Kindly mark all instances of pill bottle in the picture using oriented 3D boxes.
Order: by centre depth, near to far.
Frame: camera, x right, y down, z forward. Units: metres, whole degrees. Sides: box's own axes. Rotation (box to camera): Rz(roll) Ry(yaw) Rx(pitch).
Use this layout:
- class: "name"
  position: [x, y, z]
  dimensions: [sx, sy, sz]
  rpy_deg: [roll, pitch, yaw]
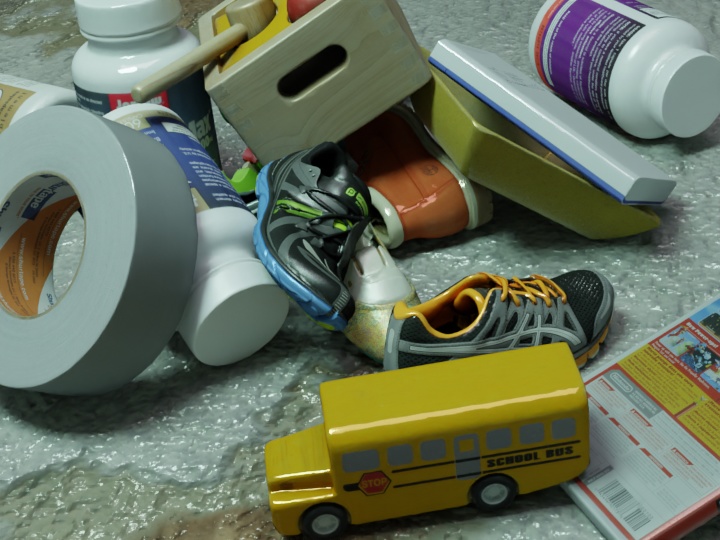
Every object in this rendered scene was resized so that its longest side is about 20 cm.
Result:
- class: "pill bottle"
  position: [-0.138, -0.026, 1.020]
  dimensions: [0.110, 0.112, 0.200]
  rpy_deg: [-22, 54, -25]
- class: "pill bottle"
  position: [-0.193, -0.154, 1.190]
  dimensions: [0.118, 0.202, 0.120]
  rpy_deg: [-5, 30, 3]
- class: "pill bottle"
  position: [-0.346, -0.129, 1.263]
  dimensions: [0.198, 0.116, 0.114]
  rpy_deg: [16, 37, 33]
- class: "pill bottle"
  position: [0.253, -0.196, 1.264]
  dimensions: [0.111, 0.114, 0.200]
  rpy_deg: [-18, 33, -20]

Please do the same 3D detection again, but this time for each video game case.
- class: "video game case"
  position: [0.213, 0.087, 0.840]
  dimensions: [0.198, 0.018, 0.143]
  rpy_deg: [-30, 35, -8]

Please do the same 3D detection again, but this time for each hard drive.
- class: "hard drive"
  position: [0.160, -0.121, 1.103]
  dimensions: [0.199, 0.026, 0.132]
  rpy_deg: [39, 18, 20]

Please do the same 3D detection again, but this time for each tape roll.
- class: "tape roll"
  position: [-0.210, -0.012, 0.960]
  dimensions: [0.199, 0.203, 0.066]
  rpy_deg: [21, 2, 38]

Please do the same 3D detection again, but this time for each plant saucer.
- class: "plant saucer"
  position: [0.130, -0.100, 1.117]
  dimensions: [0.198, 0.049, 0.200]
  rpy_deg: [24, 20, -26]

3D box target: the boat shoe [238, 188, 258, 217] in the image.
- class: "boat shoe"
  position: [-0.138, -0.048, 1.138]
  dimensions: [0.197, 0.062, 0.073]
  rpy_deg: [-5, 32, 4]

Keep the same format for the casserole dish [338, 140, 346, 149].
- class: "casserole dish"
  position: [-0.021, -0.172, 1.351]
  dimensions: [0.120, 0.039, 0.200]
  rpy_deg: [6, 32, 21]

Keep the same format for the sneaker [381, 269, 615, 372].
- class: "sneaker"
  position: [0.101, 0.036, 0.939]
  dimensions: [0.198, 0.078, 0.078]
  rpy_deg: [-22, 32, -27]

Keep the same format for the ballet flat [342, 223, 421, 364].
- class: "ballet flat"
  position: [0.000, 0.000, 1.029]
  dimensions: [0.070, 0.071, 0.200]
  rpy_deg: [-14, 32, -13]

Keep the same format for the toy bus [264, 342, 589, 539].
- class: "toy bus"
  position: [0.038, 0.104, 0.824]
  dimensions: [0.197, 0.079, 0.065]
  rpy_deg: [-9, 35, -2]

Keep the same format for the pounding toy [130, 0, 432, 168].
- class: "pounding toy"
  position: [-0.068, -0.182, 1.095]
  dimensions: [0.199, 0.143, 0.185]
  rpy_deg: [-32, 31, 10]

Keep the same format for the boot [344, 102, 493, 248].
- class: "boot"
  position: [0.019, -0.084, 1.165]
  dimensions: [0.106, 0.076, 0.200]
  rpy_deg: [-23, 35, -18]

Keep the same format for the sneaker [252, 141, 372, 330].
- class: "sneaker"
  position: [-0.031, -0.035, 0.977]
  dimensions: [0.082, 0.071, 0.201]
  rpy_deg: [-31, 33, 15]

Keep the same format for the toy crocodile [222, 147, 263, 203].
- class: "toy crocodile"
  position: [-0.058, -0.131, 1.210]
  dimensions: [0.201, 0.062, 0.067]
  rpy_deg: [-50, 24, -9]
